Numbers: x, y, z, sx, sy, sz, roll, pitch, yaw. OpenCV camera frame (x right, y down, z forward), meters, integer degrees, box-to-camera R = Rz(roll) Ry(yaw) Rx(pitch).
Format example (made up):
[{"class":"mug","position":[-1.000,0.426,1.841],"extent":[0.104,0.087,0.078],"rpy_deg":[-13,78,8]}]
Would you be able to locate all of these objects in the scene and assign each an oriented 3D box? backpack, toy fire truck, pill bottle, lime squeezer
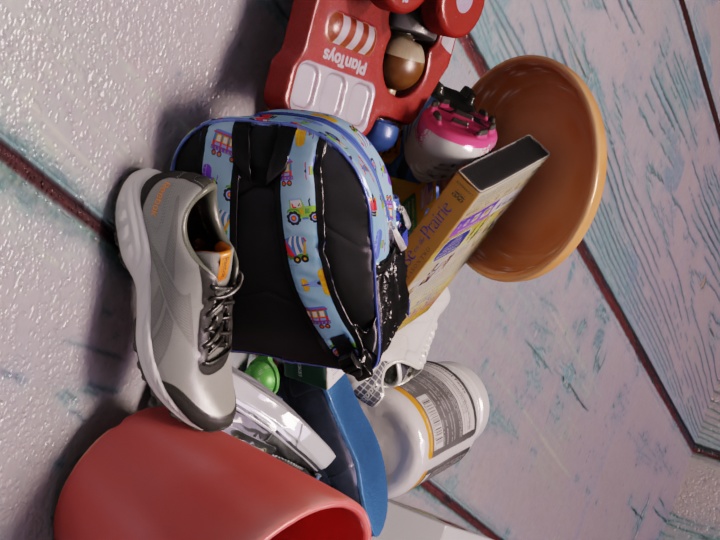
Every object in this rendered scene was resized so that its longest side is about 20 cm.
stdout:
[{"class":"backpack","position":[-0.052,-0.037,1.303],"extent":[0.135,0.181,0.202],"rpy_deg":[-52,143,-54]},{"class":"toy fire truck","position":[0.007,-0.186,1.372],"extent":[0.199,0.112,0.169],"rpy_deg":[14,93,-55]},{"class":"pill bottle","position":[0.052,0.156,1.738],"extent":[0.200,0.116,0.117],"rpy_deg":[-16,120,-63]},{"class":"lime squeezer","position":[-0.103,0.102,1.472],"extent":[0.071,0.038,0.201],"rpy_deg":[37,69,-32]}]

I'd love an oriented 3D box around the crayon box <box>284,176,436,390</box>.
[{"class":"crayon box","position":[0.000,0.000,1.539],"extent":[0.200,0.051,0.127],"rpy_deg":[-42,139,-45]}]

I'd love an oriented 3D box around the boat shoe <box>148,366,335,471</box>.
[{"class":"boat shoe","position":[-0.102,0.126,1.410],"extent":[0.071,0.072,0.200],"rpy_deg":[-52,129,-1]}]

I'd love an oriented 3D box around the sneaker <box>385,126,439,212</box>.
[{"class":"sneaker","position":[0.042,-0.061,1.616],"extent":[0.066,0.078,0.202],"rpy_deg":[-28,132,-61]}]

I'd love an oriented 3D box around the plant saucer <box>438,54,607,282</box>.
[{"class":"plant saucer","position":[0.148,-0.089,1.512],"extent":[0.037,0.200,0.202],"rpy_deg":[6,101,-39]}]

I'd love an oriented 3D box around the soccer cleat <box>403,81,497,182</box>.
[{"class":"soccer cleat","position":[0.074,-0.107,1.477],"extent":[0.200,0.069,0.087],"rpy_deg":[-89,-162,-73]}]

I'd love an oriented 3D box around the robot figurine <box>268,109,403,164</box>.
[{"class":"robot figurine","position":[-0.017,-0.117,1.465],"extent":[0.200,0.058,0.146],"rpy_deg":[-35,138,-54]}]

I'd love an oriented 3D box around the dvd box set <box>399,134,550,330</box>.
[{"class":"dvd box set","position":[0.071,-0.022,1.460],"extent":[0.200,0.029,0.146],"rpy_deg":[-54,166,32]}]

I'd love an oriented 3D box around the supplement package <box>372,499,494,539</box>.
[{"class":"supplement package","position":[0.058,0.319,1.865],"extent":[0.110,0.113,0.200],"rpy_deg":[-69,157,-6]}]

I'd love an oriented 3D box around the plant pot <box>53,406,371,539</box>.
[{"class":"plant pot","position":[-0.121,0.206,1.271],"extent":[0.200,0.177,0.201],"rpy_deg":[-36,145,-31]}]

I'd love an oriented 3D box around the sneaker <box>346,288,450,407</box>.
[{"class":"sneaker","position":[0.036,0.068,1.659],"extent":[0.200,0.080,0.077],"rpy_deg":[-33,163,-49]}]

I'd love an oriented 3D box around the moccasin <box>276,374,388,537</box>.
[{"class":"moccasin","position":[-0.026,0.166,1.601],"extent":[0.081,0.068,0.201],"rpy_deg":[-65,144,-54]}]

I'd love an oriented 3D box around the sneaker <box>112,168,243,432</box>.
[{"class":"sneaker","position":[-0.121,0.024,1.240],"extent":[0.074,0.079,0.202],"rpy_deg":[-33,116,-56]}]
